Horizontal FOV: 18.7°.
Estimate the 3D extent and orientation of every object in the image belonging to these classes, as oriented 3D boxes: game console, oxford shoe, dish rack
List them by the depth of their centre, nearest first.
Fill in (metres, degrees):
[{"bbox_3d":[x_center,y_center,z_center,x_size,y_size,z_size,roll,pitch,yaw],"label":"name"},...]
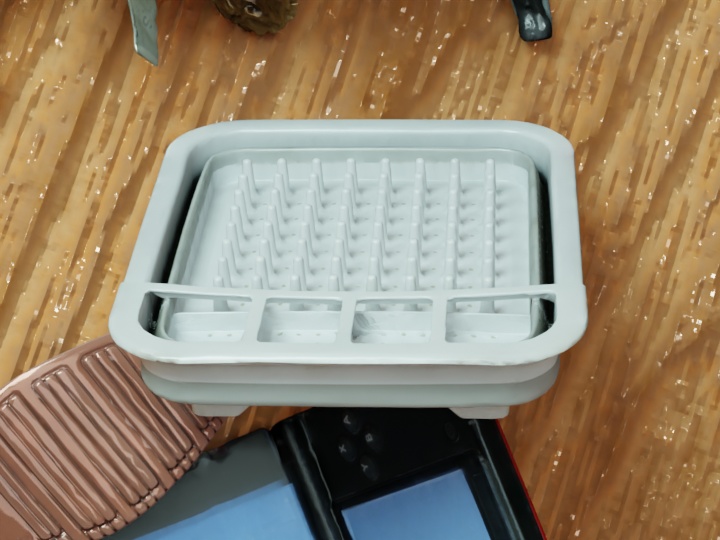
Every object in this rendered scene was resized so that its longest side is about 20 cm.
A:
[{"bbox_3d":[0.000,0.000,0.844,0.170,0.200,0.044,-1,119,4],"label":"dish rack"},{"bbox_3d":[-0.008,0.156,0.854,0.118,0.172,0.201,-19,85,-38],"label":"game console"},{"bbox_3d":[-0.135,0.086,0.862,0.199,0.074,0.071,-35,91,-6],"label":"oxford shoe"}]

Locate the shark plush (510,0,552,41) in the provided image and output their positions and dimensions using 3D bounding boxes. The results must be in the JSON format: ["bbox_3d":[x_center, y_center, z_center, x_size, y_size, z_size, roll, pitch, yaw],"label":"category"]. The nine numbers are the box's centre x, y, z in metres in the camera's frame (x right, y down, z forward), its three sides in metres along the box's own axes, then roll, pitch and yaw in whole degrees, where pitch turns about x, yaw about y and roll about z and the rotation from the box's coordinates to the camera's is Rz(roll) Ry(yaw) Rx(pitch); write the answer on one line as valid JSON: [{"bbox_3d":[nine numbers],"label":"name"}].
[{"bbox_3d":[0.065,-0.203,0.939,0.083,0.091,0.201,-10,78,-40],"label":"shark plush"}]

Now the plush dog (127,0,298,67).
[{"bbox_3d":[-0.028,-0.182,0.860,0.161,0.171,0.200,52,39,-20],"label":"plush dog"}]
